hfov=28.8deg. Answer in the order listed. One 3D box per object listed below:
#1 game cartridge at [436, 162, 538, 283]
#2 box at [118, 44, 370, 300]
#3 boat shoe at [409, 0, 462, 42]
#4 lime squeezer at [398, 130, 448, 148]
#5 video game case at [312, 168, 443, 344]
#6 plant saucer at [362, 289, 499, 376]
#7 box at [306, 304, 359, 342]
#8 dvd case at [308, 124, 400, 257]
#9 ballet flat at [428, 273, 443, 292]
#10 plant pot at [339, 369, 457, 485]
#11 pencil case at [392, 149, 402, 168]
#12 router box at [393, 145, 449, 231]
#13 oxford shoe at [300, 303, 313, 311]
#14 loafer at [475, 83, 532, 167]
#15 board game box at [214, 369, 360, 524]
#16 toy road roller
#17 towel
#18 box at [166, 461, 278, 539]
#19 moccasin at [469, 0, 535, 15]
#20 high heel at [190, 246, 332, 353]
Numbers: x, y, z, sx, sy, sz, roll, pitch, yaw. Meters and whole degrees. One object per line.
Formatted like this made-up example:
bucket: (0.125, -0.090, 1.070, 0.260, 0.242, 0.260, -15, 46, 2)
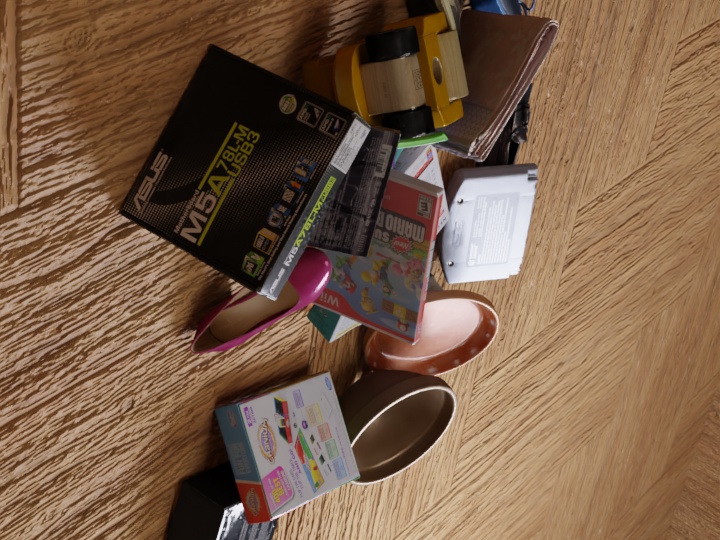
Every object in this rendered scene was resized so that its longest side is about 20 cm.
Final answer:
game cartridge: (0.177, -0.068, 2.017, 0.133, 0.040, 0.200, -7, 133, -15)
box: (-0.116, -0.099, 1.390, 0.200, 0.193, 0.048, -60, 155, 0)
boat shoe: (0.096, -0.335, 1.668, 0.066, 0.072, 0.201, -46, 145, -17)
lime squeezer: (0.003, -0.115, 1.606, 0.200, 0.038, 0.071, -40, 144, 2)
video game case: (0.015, -0.026, 1.576, 0.017, 0.143, 0.200, -40, 145, -50)
plant saucer: (0.099, 0.089, 2.006, 0.200, 0.032, 0.200, -11, 144, -8)
box: (0.000, 0.000, 1.695, 0.082, 0.049, 0.200, -29, 157, -34)
dvd case: (-0.072, -0.101, 1.501, 0.016, 0.200, 0.149, -101, -156, -64)
ballet flat: (0.100, 0.051, 2.037, 0.074, 0.074, 0.200, -51, 151, -19)
plant pot: (0.034, 0.207, 2.012, 0.201, 0.093, 0.201, -26, 146, -19)
pencil case: (0.019, -0.153, 1.683, 0.200, 0.092, 0.085, -58, 149, -10)
router box: (0.032, -0.060, 1.836, 0.200, 0.049, 0.180, -50, 151, -22)
oxford shoe: (-0.095, -0.006, 1.673, 0.073, 0.071, 0.200, -14, 150, -6)
loafer: (0.217, -0.181, 2.026, 0.072, 0.063, 0.200, -12, 125, -57)
board game box: (-0.091, 0.224, 1.808, 0.200, 0.040, 0.153, -14, 88, -55)
toy road roller: (0.024, -0.214, 1.580, 0.200, 0.146, 0.123, -33, 114, -62)
towel: (0.136, -0.234, 1.716, 0.032, 0.200, 0.191, 33, 86, -32)
box: (-0.184, 0.354, 1.820, 0.141, 0.079, 0.200, -19, 131, -57)
moccasin: (0.185, -0.349, 1.800, 0.068, 0.080, 0.200, -58, 154, -16)
high heel: (-0.114, 0.037, 1.574, 0.067, 0.200, 0.096, 56, 44, -10)
